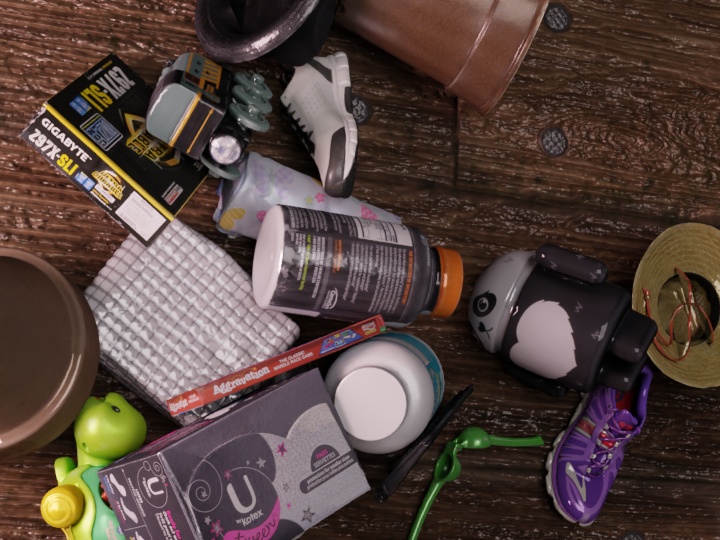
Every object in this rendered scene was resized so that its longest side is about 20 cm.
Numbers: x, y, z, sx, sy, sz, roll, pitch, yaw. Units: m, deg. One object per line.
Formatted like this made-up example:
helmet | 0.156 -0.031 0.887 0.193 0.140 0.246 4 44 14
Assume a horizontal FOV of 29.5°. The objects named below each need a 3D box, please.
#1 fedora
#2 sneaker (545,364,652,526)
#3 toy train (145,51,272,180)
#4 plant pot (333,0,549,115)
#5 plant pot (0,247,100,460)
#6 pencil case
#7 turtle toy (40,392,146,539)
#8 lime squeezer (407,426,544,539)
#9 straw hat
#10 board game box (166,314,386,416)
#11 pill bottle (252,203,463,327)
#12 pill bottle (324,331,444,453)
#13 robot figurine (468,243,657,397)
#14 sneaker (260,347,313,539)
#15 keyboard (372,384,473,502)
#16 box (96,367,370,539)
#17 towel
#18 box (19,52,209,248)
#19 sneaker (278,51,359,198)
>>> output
fedora | -0.083 -0.284 1.451 0.092 0.200 0.201 39 67 -44
sneaker | 0.269 0.185 1.527 0.080 0.083 0.200 25 74 -14
toy train | -0.153 -0.165 1.382 0.114 0.200 0.085 30 110 -15
plant pot | 0.086 -0.300 1.493 0.198 0.200 0.201 23 74 -8
plant pot | -0.356 0.059 1.229 0.200 0.175 0.201 -3 73 10
pencil case | -0.054 -0.051 1.448 0.200 0.083 0.091 22 78 -16
turtle toy | -0.229 0.217 1.292 0.101 0.146 0.201 -21 88 5
lime squeezer | 0.111 0.215 1.496 0.200 0.038 0.071 -35 125 -23
straw hat | 0.366 0.047 1.585 0.201 0.085 0.202 7 74 -26
board game box | -0.081 0.091 1.314 0.200 0.103 0.019 -21 86 -26
pill bottle | 0.000 0.000 1.369 0.199 0.106 0.107 9 78 -18
pill bottle | 0.023 0.122 1.373 0.110 0.200 0.111 0 92 8
robot figurine | 0.214 0.057 1.482 0.200 0.125 0.151 24 89 16
sneaker | -0.066 0.176 1.401 0.074 0.087 0.201 5 79 -19
keyboard | 0.057 0.185 1.408 0.021 0.200 0.127 38 109 8
box | -0.111 0.192 1.246 0.200 0.115 0.132 -25 91 -41
towel | -0.181 0.057 1.383 0.200 0.086 0.166 40 67 -10
box | -0.228 -0.123 1.347 0.160 0.200 0.049 41 113 -8
sneaker | -0.046 -0.152 1.454 0.080 0.074 0.200 0 48 -11
